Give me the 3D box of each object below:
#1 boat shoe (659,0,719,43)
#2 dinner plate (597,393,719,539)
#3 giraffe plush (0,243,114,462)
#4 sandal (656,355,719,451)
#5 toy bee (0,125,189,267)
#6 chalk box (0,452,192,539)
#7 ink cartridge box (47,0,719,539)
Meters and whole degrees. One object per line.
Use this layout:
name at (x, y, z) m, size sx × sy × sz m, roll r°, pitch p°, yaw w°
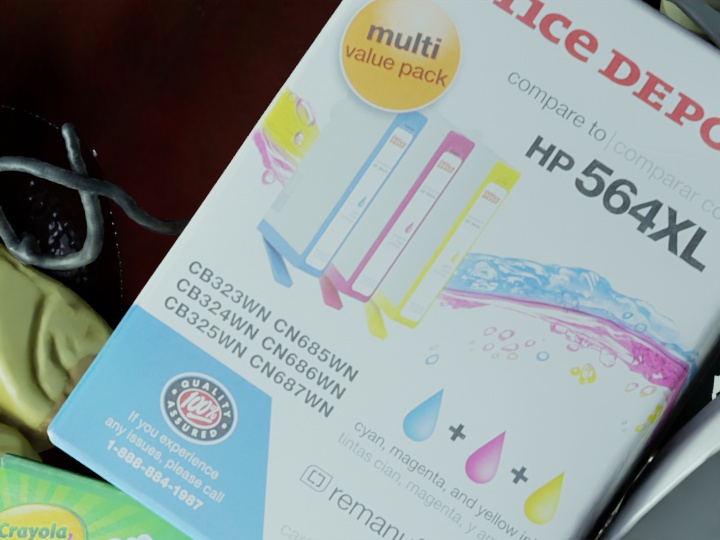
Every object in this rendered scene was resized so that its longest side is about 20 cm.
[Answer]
boat shoe at (0.171, -0.083, 0.820) m, size 0.200 × 0.071 × 0.065 m, roll 18°, pitch 103°, yaw 40°
dinner plate at (0.129, 0.041, 0.772) m, size 0.200 × 0.200 × 0.024 m, roll -48°, pitch 67°, yaw 30°
giraffe plush at (-0.212, 0.029, 1.104) m, size 0.162 × 0.172 × 0.201 m, roll -29°, pitch 82°, yaw 59°
sandal at (0.045, -0.004, 0.945) m, size 0.200 × 0.043 × 0.076 m, roll 24°, pitch 106°, yaw 37°
toy bee at (0.000, 0.000, 0.890) m, size 0.131 × 0.109 × 0.200 m, roll -14°, pitch 122°, yaw 42°
chalk box at (-0.062, 0.142, 0.959) m, size 0.123 × 0.124 × 0.201 m, roll 14°, pitch 77°, yaw 31°
ink cartridge box at (0.032, 0.000, 0.765) m, size 0.128 × 0.125 × 0.200 m, roll 33°, pitch 86°, yaw 8°
